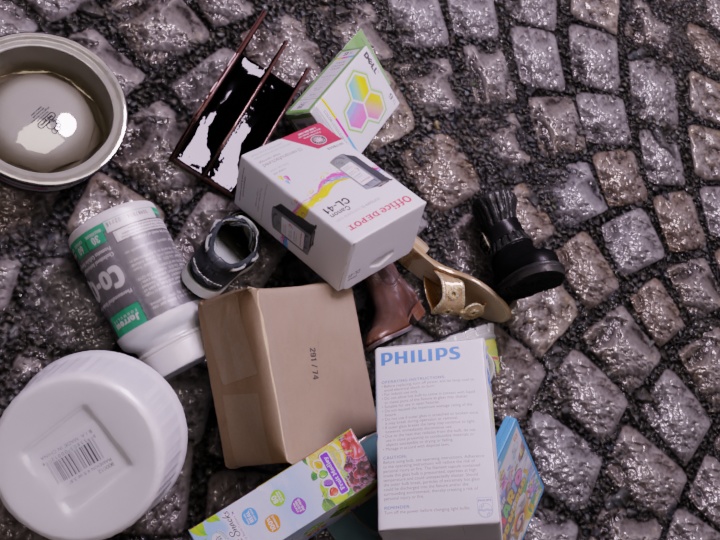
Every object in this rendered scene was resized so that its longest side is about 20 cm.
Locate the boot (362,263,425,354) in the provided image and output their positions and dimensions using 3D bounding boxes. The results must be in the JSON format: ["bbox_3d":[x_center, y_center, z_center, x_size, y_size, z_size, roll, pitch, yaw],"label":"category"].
[{"bbox_3d":[0.000,0.000,1.120,0.200,0.064,0.186,59,19,-1],"label":"boot"}]

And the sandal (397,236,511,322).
[{"bbox_3d":[0.108,0.029,1.188,0.211,0.078,0.070,38,59,0],"label":"sandal"}]

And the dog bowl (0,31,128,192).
[{"bbox_3d":[-0.392,-0.185,1.034,0.199,0.074,0.201,7,71,-22],"label":"dog bowl"}]

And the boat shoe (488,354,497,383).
[{"bbox_3d":[0.109,0.192,1.099,0.072,0.061,0.201,38,89,21],"label":"boat shoe"}]

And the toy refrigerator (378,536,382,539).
[{"bbox_3d":[0.105,0.298,1.074,0.070,0.076,0.200,47,56,-15],"label":"toy refrigerator"}]

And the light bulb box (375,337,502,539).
[{"bbox_3d":[0.090,0.210,0.937,0.124,0.199,0.201,-5,57,7],"label":"light bulb box"}]

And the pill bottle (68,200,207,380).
[{"bbox_3d":[-0.255,0.028,1.006,0.113,0.113,0.201,-26,85,-28],"label":"pill bottle"}]

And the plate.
[{"bbox_3d":[0.035,0.278,1.108,0.199,0.026,0.201,7,73,-22],"label":"plate"}]

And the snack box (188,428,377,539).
[{"bbox_3d":[-0.075,0.268,0.946,0.199,0.169,0.068,-30,72,-7],"label":"snack box"}]

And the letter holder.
[{"bbox_3d":[-0.148,-0.222,1.113,0.100,0.142,0.201,32,64,-12],"label":"letter holder"}]

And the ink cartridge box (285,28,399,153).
[{"bbox_3d":[-0.009,-0.248,1.207,0.200,0.059,0.104,-54,127,-27],"label":"ink cartridge box"}]

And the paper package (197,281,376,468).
[{"bbox_3d":[-0.082,0.118,1.008,0.190,0.103,0.201,-6,84,-54],"label":"paper package"}]

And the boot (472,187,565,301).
[{"bbox_3d":[0.216,-0.045,1.189,0.079,0.211,0.159,-6,81,-10],"label":"boot"}]

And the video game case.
[{"bbox_3d":[0.190,0.300,1.101,0.143,0.018,0.200,-58,142,-26],"label":"video game case"}]

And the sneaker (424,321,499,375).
[{"bbox_3d":[0.117,0.137,1.158,0.199,0.078,0.091,-16,86,-26],"label":"sneaker"}]

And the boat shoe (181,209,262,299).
[{"bbox_3d":[-0.155,-0.033,1.046,0.076,0.060,0.200,38,27,-13],"label":"boat shoe"}]

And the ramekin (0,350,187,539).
[{"bbox_3d":[-0.293,0.191,0.906,0.199,0.098,0.201,0,91,-4],"label":"ramekin"}]

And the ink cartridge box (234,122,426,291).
[{"bbox_3d":[-0.040,-0.086,1.067,0.200,0.086,0.147,38,46,24],"label":"ink cartridge box"}]
